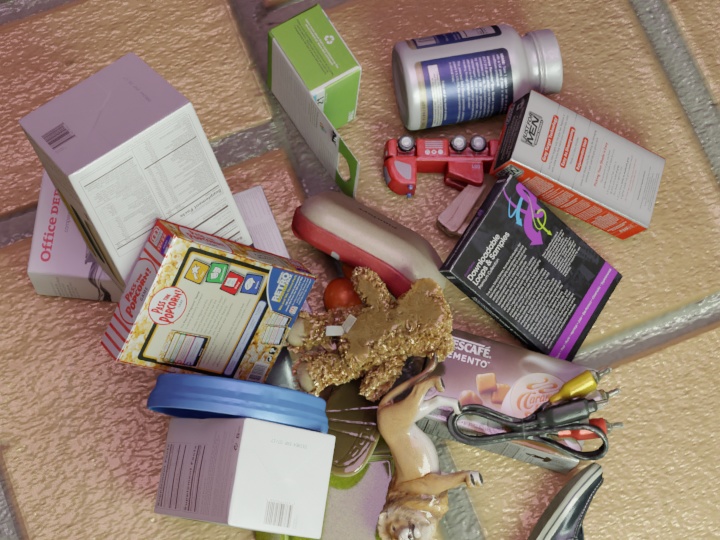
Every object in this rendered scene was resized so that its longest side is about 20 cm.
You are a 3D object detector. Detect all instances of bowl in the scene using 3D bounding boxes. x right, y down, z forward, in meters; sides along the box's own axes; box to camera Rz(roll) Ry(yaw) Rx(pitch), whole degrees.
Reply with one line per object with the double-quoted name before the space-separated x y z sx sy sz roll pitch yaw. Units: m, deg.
"bowl" -0.131 0.146 1.512 0.199 0.201 0.040 9 79 0

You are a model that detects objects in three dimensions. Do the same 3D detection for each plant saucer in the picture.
"plant saucer" -0.023 0.285 1.582 0.198 0.048 0.202 -3 72 -4

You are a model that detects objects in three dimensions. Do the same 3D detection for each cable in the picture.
"cable" 0.200 0.175 1.560 0.198 0.050 0.098 -13 92 6

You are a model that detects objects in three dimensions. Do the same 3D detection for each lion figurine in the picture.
"lion figurine" 0.059 0.201 1.529 0.122 0.072 0.202 -16 85 18

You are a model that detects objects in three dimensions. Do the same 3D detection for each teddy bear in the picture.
"teddy bear" 0.008 0.074 1.562 0.199 0.067 0.146 -33 68 2

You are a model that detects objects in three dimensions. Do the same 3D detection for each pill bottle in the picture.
"pill bottle" 0.145 -0.244 1.729 0.198 0.111 0.112 -10 72 -5

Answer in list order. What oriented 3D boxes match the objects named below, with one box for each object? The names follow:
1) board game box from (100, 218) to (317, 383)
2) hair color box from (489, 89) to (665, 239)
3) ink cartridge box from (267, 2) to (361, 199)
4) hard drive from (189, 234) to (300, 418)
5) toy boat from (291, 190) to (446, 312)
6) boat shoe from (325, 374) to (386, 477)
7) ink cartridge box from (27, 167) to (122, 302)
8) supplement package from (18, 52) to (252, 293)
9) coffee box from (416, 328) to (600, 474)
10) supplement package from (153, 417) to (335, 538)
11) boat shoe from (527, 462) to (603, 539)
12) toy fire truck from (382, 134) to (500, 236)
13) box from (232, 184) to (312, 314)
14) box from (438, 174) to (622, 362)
"board game box" -0.162 0.042 1.507 0.046 0.199 0.152 38 105 47
"hair color box" 0.265 -0.127 1.689 0.199 0.061 0.102 25 69 -16
"ink cartridge box" -0.032 -0.198 1.688 0.075 0.148 0.201 -31 77 -13
"hard drive" -0.163 0.073 1.604 0.139 0.033 0.201 -20 106 -9
"toy boat" 0.000 0.000 1.654 0.199 0.130 0.131 29 103 8
"boat shoe" -0.002 0.152 1.601 0.073 0.067 0.201 10 59 7
"ink cartridge box" -0.287 -0.042 1.658 0.198 0.083 0.146 6 72 -2
"supplement package" -0.242 -0.095 1.504 0.150 0.201 0.152 -34 42 -14
"coffee box" 0.165 0.150 1.617 0.199 0.080 0.115 17 72 3
"supplement package" -0.129 0.222 1.500 0.113 0.200 0.110 15 77 -28
"boat shoe" 0.227 0.310 1.574 0.062 0.075 0.201 31 78 2
"toy fire truck" 0.127 -0.093 1.712 0.198 0.049 0.142 0 73 -2
"box" -0.103 -0.004 1.678 0.041 0.039 0.201 -21 74 -10
"box" 0.204 0.004 1.646 0.200 0.036 0.143 40 73 -20
